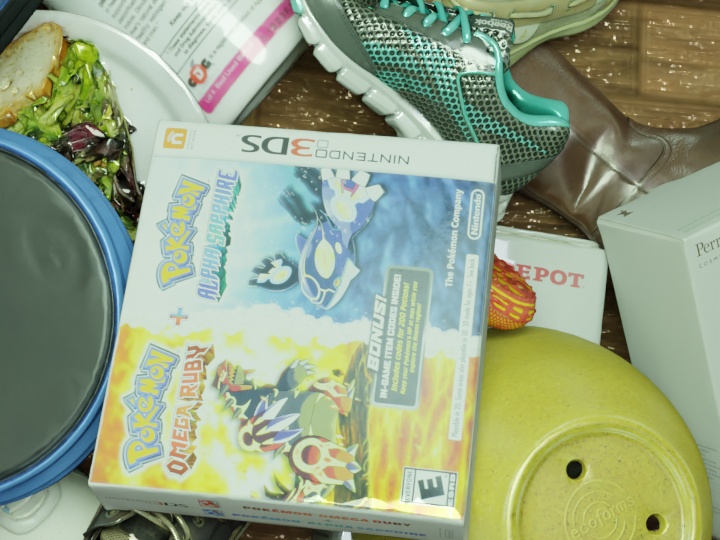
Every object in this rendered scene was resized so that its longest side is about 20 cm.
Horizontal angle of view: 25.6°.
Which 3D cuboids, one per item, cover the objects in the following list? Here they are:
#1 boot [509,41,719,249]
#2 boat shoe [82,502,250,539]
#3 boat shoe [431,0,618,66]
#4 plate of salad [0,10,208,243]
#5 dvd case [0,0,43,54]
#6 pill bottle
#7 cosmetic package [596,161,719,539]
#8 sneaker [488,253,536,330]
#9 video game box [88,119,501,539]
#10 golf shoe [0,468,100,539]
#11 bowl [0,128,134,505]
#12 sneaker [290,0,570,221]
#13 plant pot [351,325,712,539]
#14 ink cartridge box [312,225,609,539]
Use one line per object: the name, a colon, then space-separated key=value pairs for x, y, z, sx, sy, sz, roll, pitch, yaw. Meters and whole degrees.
boot: x=0.163 y=-0.106 z=0.994 sx=0.199 sy=0.064 sz=0.187 roll=36 pitch=77 yaw=0
boat shoe: x=-0.101 y=0.137 z=0.809 sx=0.074 sy=0.073 sz=0.201 roll=28 pitch=94 yaw=0
boat shoe: x=0.112 y=-0.183 z=0.959 sx=0.200 sy=0.063 sz=0.073 roll=-33 pitch=73 yaw=-33
plate of salad: x=-0.176 y=-0.044 z=0.895 sx=0.198 sy=0.048 sz=0.202 roll=1 pitch=107 yaw=4
dvd case: x=-0.222 y=-0.189 z=0.863 sx=0.017 sy=0.142 sz=0.202 roll=10 pitch=53 yaw=-40
pill bottle: x=-0.124 y=-0.177 z=0.919 sx=0.200 sy=0.113 sz=0.114 roll=41 pitch=78 yaw=-4
cosmetic package: x=0.221 y=0.047 z=0.932 sx=0.107 sy=0.085 sz=0.202 roll=-25 pitch=112 yaw=-22
sneaker: x=0.000 y=0.000 z=0.871 sx=0.198 sy=0.073 sz=0.078 roll=17 pitch=103 yaw=12
video game box: x=-0.027 y=0.025 z=0.786 sx=0.180 sy=0.047 sz=0.202 roll=3 pitch=66 yaw=8
golf shoe: x=-0.207 y=0.116 z=0.880 sx=0.200 sy=0.097 sz=0.078 roll=42 pitch=77 yaw=-5
bowl: x=-0.211 y=0.024 z=0.818 sx=0.198 sy=0.039 sz=0.203 roll=0 pitch=86 yaw=2
sneaker: x=0.041 y=-0.121 z=0.875 sx=0.091 sy=0.078 sz=0.200 roll=-35 pitch=113 yaw=24
plant pot: x=0.105 y=0.126 z=0.825 sx=0.198 sy=0.142 sz=0.202 roll=1 pitch=85 yaw=-11
ink cartridge box: x=0.059 y=0.076 z=0.937 sx=0.144 sy=0.087 sz=0.202 roll=8 pitch=83 yaw=-10
